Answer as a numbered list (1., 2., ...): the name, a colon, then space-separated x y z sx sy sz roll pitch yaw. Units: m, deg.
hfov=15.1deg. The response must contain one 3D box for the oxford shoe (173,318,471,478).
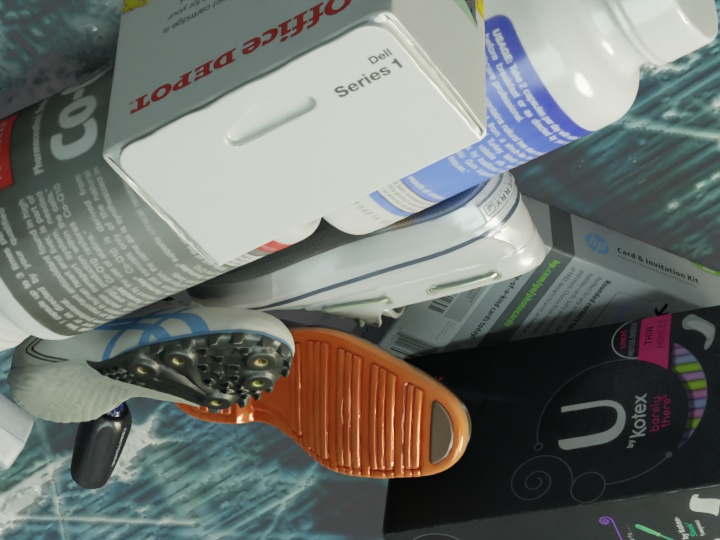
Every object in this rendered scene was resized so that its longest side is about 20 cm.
1. oxford shoe: -0.011 0.056 1.398 0.073 0.200 0.071 -11 111 -46

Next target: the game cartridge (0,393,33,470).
1. game cartridge: -0.255 0.055 1.405 0.133 0.041 0.200 43 160 -30

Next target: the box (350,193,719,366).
1. box: 0.108 0.043 1.458 0.200 0.041 0.156 21 130 -18

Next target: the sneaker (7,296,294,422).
1. sneaker: -0.108 0.034 1.387 0.200 0.073 0.072 -8 148 46

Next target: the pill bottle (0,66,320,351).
1. pill bottle: -0.128 -0.034 1.333 0.200 0.114 0.114 -22 130 20

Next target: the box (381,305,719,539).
1. box: 0.124 0.105 1.392 0.200 0.122 0.106 -11 134 19

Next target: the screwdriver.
1. screwdriver: -0.123 0.047 1.478 0.029 0.028 0.200 -8 138 -36

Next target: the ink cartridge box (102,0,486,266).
1. ink cartridge box: -0.026 -0.118 1.190 0.145 0.200 0.084 -25 128 23

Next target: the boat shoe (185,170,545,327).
1. boat shoe: 0.000 0.000 1.367 0.200 0.074 0.067 -12 125 37

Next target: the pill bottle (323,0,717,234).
1. pill bottle: 0.060 -0.103 1.266 0.200 0.112 0.112 -23 130 22
